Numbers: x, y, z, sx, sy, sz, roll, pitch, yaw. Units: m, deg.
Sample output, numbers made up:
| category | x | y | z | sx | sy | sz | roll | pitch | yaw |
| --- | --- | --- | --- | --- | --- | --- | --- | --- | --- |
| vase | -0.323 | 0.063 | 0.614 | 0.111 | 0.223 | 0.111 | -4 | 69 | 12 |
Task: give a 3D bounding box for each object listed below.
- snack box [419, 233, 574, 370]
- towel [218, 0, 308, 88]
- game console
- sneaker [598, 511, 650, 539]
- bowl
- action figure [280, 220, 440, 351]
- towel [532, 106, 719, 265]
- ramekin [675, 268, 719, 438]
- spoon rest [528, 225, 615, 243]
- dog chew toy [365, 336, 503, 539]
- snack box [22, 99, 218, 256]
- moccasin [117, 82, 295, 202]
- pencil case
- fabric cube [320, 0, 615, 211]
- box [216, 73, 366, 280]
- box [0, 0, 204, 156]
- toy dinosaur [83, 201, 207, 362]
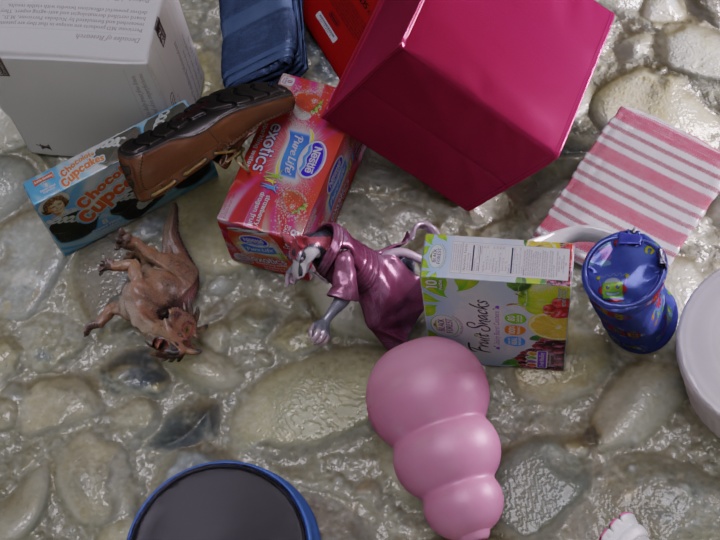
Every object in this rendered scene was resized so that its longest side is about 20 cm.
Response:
| category | x | y | z | sx | sy | sz | roll | pitch | yaw |
| --- | --- | --- | --- | --- | --- | --- | --- | --- | --- |
| snack box | 0.135 | 0.035 | 1.325 | 0.141 | 0.200 | 0.053 | 5 | 64 | 9 |
| towel | -0.118 | -0.301 | 1.608 | 0.111 | 0.049 | 0.201 | -20 | 59 | 25 |
| game console | 0.035 | -0.317 | 1.627 | 0.172 | 0.119 | 0.200 | -41 | 60 | 20 |
| sneaker | 0.222 | 0.320 | 1.233 | 0.088 | 0.081 | 0.200 | 34 | 71 | 23 |
| bowl | -0.137 | 0.281 | 1.318 | 0.199 | 0.039 | 0.202 | -3 | 62 | 5 |
| action figure | 0.000 | 0.000 | 1.359 | 0.149 | 0.200 | 0.134 | -44 | 48 | 10 |
| towel | 0.299 | -0.076 | 1.466 | 0.146 | 0.030 | 0.200 | 30 | 72 | 20 |
| ramekin | 0.410 | 0.091 | 1.325 | 0.201 | 0.094 | 0.203 | -3 | 62 | 6 |
| spoon rest | 0.186 | -0.006 | 1.402 | 0.199 | 0.099 | 0.061 | -10 | 64 | -3 |
| dog chew toy | 0.081 | 0.168 | 1.312 | 0.124 | 0.125 | 0.201 | -18 | 69 | -3 |
| snack box | -0.262 | -0.101 | 1.491 | 0.199 | 0.116 | 0.037 | -29 | 63 | -8 |
| moccasin | -0.156 | -0.136 | 1.423 | 0.201 | 0.078 | 0.074 | -34 | 33 | -22 |
| pencil case | 0.266 | 0.021 | 1.316 | 0.078 | 0.200 | 0.087 | 14 | 78 | 20 |
| fabric cube | 0.111 | -0.214 | 1.419 | 0.199 | 0.200 | 0.197 | 31 | 65 | -14 |
| box | -0.070 | -0.104 | 1.482 | 0.099 | 0.096 | 0.201 | 16 | 65 | 14 |
| box | -0.298 | -0.231 | 1.516 | 0.199 | 0.199 | 0.131 | 4 | 63 | 8 |
| toy dinosaur | -0.209 | 0.024 | 1.443 | 0.135 | 0.086 | 0.200 | 19 | 49 | 4 |
